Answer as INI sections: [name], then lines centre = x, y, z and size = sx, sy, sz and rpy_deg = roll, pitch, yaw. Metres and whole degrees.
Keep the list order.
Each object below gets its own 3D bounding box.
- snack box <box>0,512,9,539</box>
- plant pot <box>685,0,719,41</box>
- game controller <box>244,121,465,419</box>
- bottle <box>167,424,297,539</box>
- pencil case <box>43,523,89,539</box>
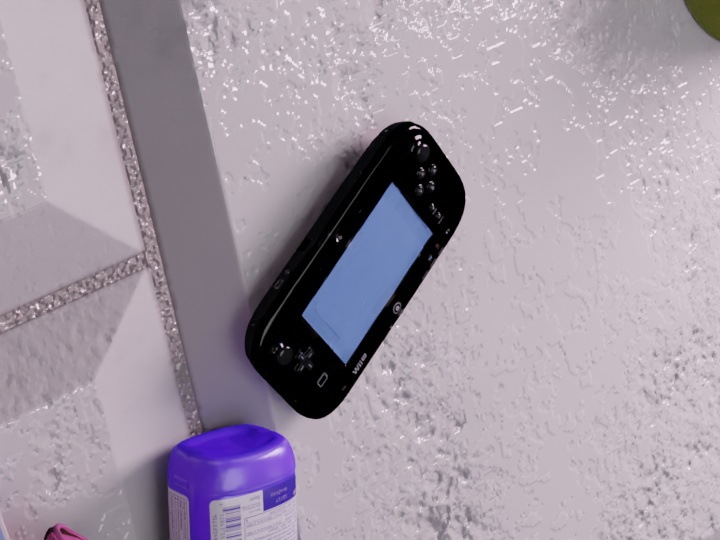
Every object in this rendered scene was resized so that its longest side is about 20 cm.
[snack box]
centre = -0.248, 0.122, 0.988
size = 0.072, 0.024, 0.201
rpy_deg = -28, 117, -33
[plant pot]
centre = 0.370, -0.255, 1.301
size = 0.186, 0.199, 0.189
rpy_deg = -10, 106, -37
[game controller]
centre = 0.000, 0.000, 1.156
size = 0.104, 0.042, 0.201
rpy_deg = 46, 71, -37
[bottle]
centre = -0.080, 0.204, 1.120
size = 0.083, 0.065, 0.202
rpy_deg = -14, 109, -39
[pencil case]
centre = -0.205, 0.244, 0.996
size = 0.091, 0.094, 0.200
rpy_deg = 42, 87, -17
